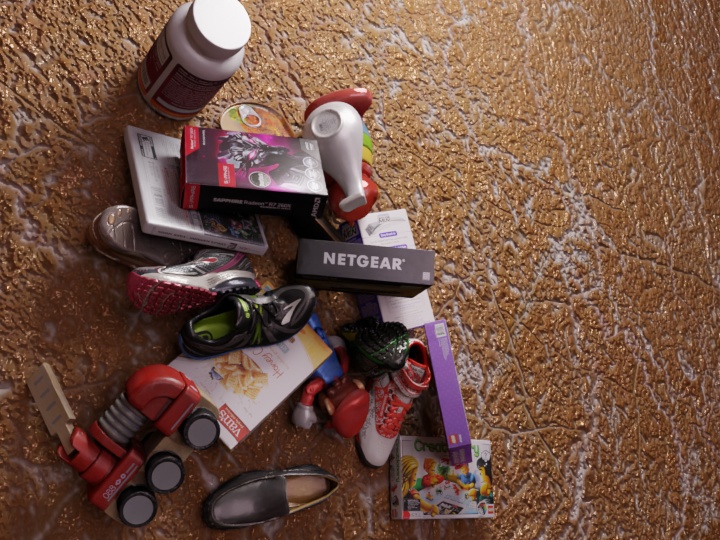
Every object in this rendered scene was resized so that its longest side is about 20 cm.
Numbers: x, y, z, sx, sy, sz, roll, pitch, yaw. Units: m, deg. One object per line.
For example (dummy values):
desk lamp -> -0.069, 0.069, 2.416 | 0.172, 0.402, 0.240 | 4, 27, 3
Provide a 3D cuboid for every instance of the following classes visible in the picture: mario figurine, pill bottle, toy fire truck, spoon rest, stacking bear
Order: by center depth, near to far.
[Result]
toy fire truck -> -0.298, 0.177, 0.902 | 0.200, 0.128, 0.177 | 44, 81, -22
pill bottle -> -0.234, -0.304, 1.052 | 0.112, 0.199, 0.115 | 11, 70, -32
spoon rest -> -0.032, -0.171, 1.122 | 0.061, 0.098, 0.202 | 51, 19, -60
mario figurine -> -0.064, 0.165, 1.127 | 0.122, 0.106, 0.202 | -31, 83, -2
stacking bear -> -0.023, -0.174, 1.196 | 0.112, 0.122, 0.203 | -5, 65, -15

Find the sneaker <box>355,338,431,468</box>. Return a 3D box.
sneaker -> 0.054, 0.204, 1.160 | 0.067, 0.107, 0.204 | 24, 63, -26

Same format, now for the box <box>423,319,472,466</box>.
box -> 0.141, 0.198, 1.189 | 0.038, 0.137, 0.203 | -11, 63, 4

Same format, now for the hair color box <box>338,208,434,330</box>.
hair color box -> 0.044, 0.005, 1.242 | 0.108, 0.064, 0.203 | -9, 83, -36

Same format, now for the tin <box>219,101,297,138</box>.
tin -> -0.146, -0.179, 1.130 | 0.111, 0.042, 0.201 | -11, 57, -33

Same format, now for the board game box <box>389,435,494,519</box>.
board game box -> 0.136, 0.343, 1.223 | 0.197, 0.034, 0.128 | 11, 69, -33

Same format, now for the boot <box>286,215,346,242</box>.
boot -> -0.080, -0.113, 1.181 | 0.200, 0.074, 0.097 | 42, 57, -12

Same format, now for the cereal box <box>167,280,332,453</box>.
cereal box -> -0.156, 0.131, 1.034 | 0.144, 0.040, 0.200 | 45, 64, 5

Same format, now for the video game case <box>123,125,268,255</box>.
video game case -> -0.233, -0.112, 1.043 | 0.180, 0.023, 0.202 | 11, 41, -37

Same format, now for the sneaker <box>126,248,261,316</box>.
sneaker -> -0.223, 0.010, 0.977 | 0.199, 0.080, 0.076 | -1, 62, -54

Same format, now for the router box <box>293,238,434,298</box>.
router box -> 0.000, 0.000, 1.107 | 0.196, 0.157, 0.053 | 5, 81, -6

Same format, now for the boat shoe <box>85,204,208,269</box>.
boat shoe -> -0.284, -0.030, 1.015 | 0.199, 0.071, 0.077 | 34, 53, -45

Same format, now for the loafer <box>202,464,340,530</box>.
loafer -> -0.120, 0.310, 1.028 | 0.198, 0.072, 0.074 | -9, 82, -36

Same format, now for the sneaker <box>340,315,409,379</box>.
sneaker -> 0.031, 0.124, 1.119 | 0.077, 0.200, 0.086 | -20, 98, -11

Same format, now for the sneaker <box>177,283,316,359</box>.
sneaker -> -0.147, 0.066, 0.994 | 0.197, 0.083, 0.072 | -17, 73, -20

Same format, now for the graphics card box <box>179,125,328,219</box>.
graphics card box -> -0.150, -0.136, 1.031 | 0.197, 0.051, 0.127 | 5, 45, -18
